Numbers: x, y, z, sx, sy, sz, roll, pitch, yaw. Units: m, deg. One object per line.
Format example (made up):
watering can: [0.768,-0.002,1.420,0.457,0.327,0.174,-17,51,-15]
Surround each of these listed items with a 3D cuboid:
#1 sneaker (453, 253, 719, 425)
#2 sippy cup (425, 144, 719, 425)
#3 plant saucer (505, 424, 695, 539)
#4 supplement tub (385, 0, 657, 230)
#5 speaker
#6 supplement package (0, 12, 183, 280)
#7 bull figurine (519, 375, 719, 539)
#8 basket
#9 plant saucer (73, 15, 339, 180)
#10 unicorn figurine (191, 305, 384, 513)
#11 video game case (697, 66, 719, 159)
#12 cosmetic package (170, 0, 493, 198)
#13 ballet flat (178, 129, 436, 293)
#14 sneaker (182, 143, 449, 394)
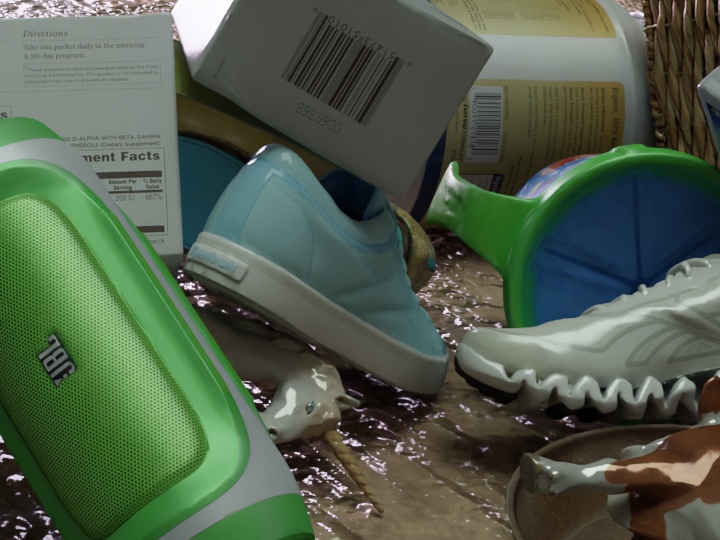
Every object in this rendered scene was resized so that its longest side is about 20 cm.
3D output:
sneaker: [0.141,0.033,0.918,0.200,0.081,0.075,3,-5,-8]
sippy cup: [0.128,-0.003,1.004,0.139,0.178,0.130,-32,13,0]
plant saucer: [0.155,0.122,0.807,0.200,0.037,0.200,7,21,-3]
supplement tub: [0.091,-0.095,1.190,0.200,0.145,0.144,0,23,-19]
speaker: [-0.100,0.040,0.750,0.088,0.088,0.200,-15,63,-45]
supplement package: [-0.185,-0.043,0.900,0.200,0.111,0.156,-2,-9,-8]
bull figurine: [0.132,0.102,0.719,0.121,0.065,0.200,-8,23,-25]
basket: [0.262,-0.091,1.117,0.143,0.200,0.149,-6,-1,-37]
plant saucer: [-0.088,-0.095,1.079,0.200,0.031,0.200,21,-4,2]
unicorn figurine: [-0.096,0.040,0.872,0.137,0.074,0.200,3,13,-41]
video game case: [0.234,-0.002,0.946,0.018,0.200,0.143,-43,54,-7]
cosmetic package: [-0.020,-0.111,0.923,0.113,0.081,0.200,29,10,-16]
ballet flat: [-0.047,-0.027,1.095,0.200,0.071,0.071,18,24,26]
sneaker: [0.000,0.000,0.909,0.074,0.082,0.200,26,-4,29]
